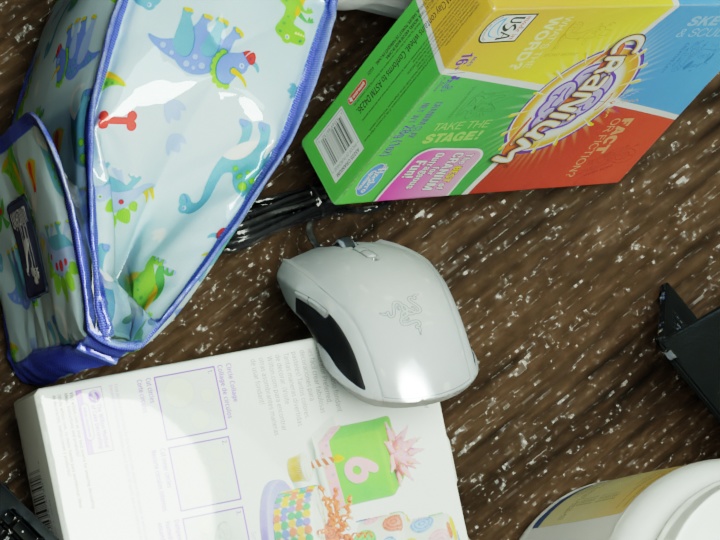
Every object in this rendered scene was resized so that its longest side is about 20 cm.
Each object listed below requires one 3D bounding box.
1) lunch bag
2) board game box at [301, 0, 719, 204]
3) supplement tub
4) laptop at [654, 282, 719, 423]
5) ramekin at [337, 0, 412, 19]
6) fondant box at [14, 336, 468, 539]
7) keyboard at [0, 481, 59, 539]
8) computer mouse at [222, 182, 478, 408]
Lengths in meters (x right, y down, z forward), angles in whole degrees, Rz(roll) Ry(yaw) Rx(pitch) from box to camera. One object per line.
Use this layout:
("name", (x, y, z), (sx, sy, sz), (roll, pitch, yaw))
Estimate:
("lunch bag", (-0.111, -0.047, 1.405), (0.127, 0.170, 0.201), (19, 77, -16))
("board game box", (0.090, -0.098, 1.457), (0.199, 0.153, 0.040), (-6, 58, -40))
("supplement tub", (0.162, 0.168, 1.448), (0.144, 0.200, 0.145), (3, 81, -18))
("laptop", (0.240, 0.067, 1.479), (0.103, 0.200, 0.177), (-38, 95, 13))
("ramekin", (0.048, -0.214, 1.474), (0.097, 0.200, 0.202), (16, 77, -23))
("fondant box", (-0.054, 0.112, 1.426), (0.199, 0.058, 0.145), (-10, 85, -19))
("keyboard", (-0.224, 0.182, 1.366), (0.200, 0.040, 0.104), (-49, 53, -3))
("computer mouse", (0.000, 0.000, 1.433), (0.109, 0.200, 0.044), (-12, 121, -20))
